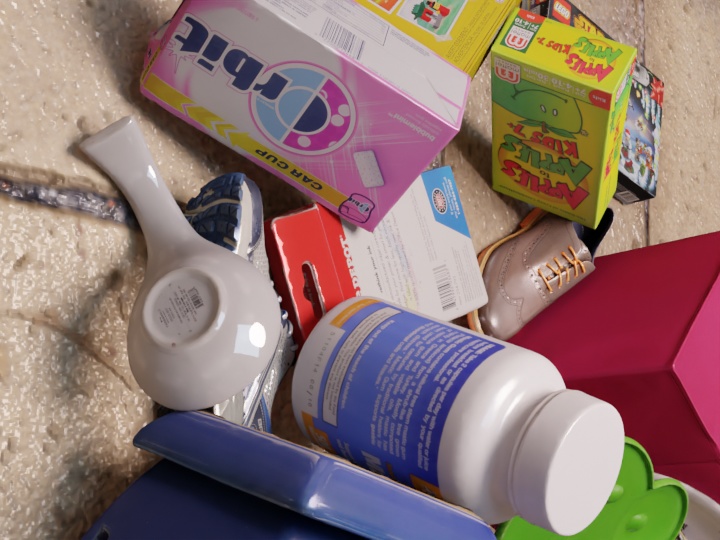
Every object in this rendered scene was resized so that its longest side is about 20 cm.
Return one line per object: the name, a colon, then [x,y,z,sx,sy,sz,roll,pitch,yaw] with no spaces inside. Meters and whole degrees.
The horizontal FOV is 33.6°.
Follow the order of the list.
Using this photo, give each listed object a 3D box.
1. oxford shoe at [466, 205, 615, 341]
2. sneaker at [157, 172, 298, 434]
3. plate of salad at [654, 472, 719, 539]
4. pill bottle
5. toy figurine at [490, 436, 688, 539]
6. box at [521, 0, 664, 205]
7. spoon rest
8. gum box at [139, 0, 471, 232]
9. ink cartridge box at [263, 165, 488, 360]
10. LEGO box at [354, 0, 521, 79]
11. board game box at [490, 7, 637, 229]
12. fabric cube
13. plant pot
oxford shoe: [0.159,-0.005,1.046,0.200,0.073,0.072,-49,116,-39]
sneaker: [-0.085,0.036,0.804,0.085,0.077,0.201,10,83,-48]
plate of salad: [0.229,0.250,0.968,0.201,0.199,0.048,63,35,-13]
pill bottle: [0.060,0.093,0.757,0.112,0.199,0.113,-20,118,-42]
toy figurine: [0.119,0.143,0.901,0.199,0.184,0.151,7,111,-38]
box: [0.227,-0.169,1.175,0.199,0.040,0.138,27,62,-38]
spoon rest: [-0.115,-0.003,0.740,0.201,0.099,0.061,63,3,28]
gum box: [-0.041,-0.127,0.799,0.199,0.114,0.066,31,41,-13]
ink cartridge box: [0.000,0.000,0.891,0.199,0.067,0.117,-19,94,-45]
LEGO box: [0.032,-0.202,0.917,0.148,0.077,0.200,31,54,3]
board game box: [0.162,-0.119,0.980,0.048,0.101,0.200,-60,161,-22]
fabric cube: [0.256,0.108,1.030,0.196,0.199,0.201,-48,114,-41]
plant pot: [-0.047,0.192,0.682,0.200,0.199,0.181,29,78,-39]
